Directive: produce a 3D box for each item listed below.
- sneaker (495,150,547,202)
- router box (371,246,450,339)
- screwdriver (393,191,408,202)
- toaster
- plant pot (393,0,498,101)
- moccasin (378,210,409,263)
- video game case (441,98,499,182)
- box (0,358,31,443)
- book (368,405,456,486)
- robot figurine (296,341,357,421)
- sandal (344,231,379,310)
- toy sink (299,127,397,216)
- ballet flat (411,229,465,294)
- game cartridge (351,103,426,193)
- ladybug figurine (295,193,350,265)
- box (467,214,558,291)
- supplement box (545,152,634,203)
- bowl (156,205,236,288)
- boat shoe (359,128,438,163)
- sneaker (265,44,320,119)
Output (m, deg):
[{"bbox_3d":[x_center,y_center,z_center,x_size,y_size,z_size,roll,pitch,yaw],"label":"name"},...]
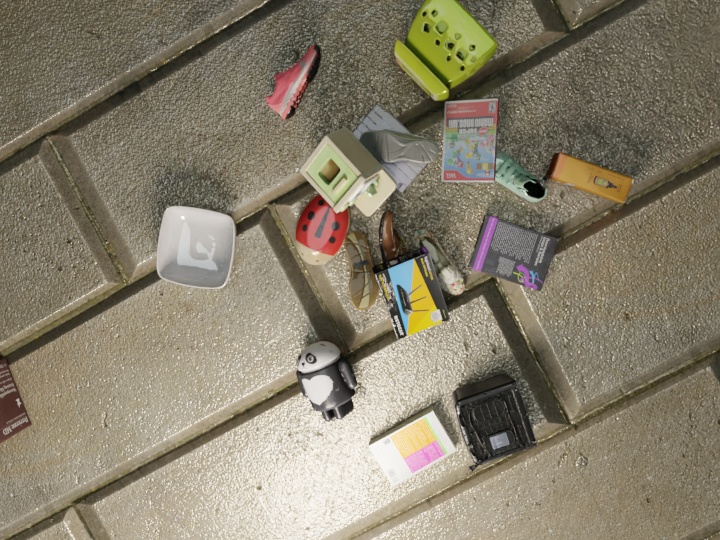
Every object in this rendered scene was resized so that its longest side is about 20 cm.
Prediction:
[{"bbox_3d":[0.381,-0.242,1.592,0.199,0.118,0.074,33,97,1],"label":"sneaker"},{"bbox_3d":[0.129,0.058,1.625,0.147,0.051,0.202,-22,116,0],"label":"router box"},{"bbox_3d":[0.041,-0.233,1.656,0.198,0.028,0.029,28,67,-2],"label":"screwdriver"},{"bbox_3d":[0.333,0.386,1.647,0.197,0.119,0.183,-20,93,4],"label":"toaster"},{"bbox_3d":[0.193,-0.529,1.541,0.200,0.199,0.182,44,101,-2],"label":"plant pot"},{"bbox_3d":[0.089,-0.052,1.643,0.076,0.074,0.205,-8,95,1],"label":"moccasin"},{"bbox_3d":[0.274,-0.325,1.609,0.141,0.017,0.204,5,96,30],"label":"video game case"},{"bbox_3d":[-1.013,0.365,1.684,0.162,0.166,0.203,-20,94,3],"label":"box"},{"bbox_3d":[0.138,0.469,1.702,0.198,0.048,0.135,-30,95,6],"label":"book"},{"bbox_3d":[-0.088,0.285,1.655,0.148,0.125,0.203,-21,94,-3],"label":"robot figurine"},{"bbox_3d":[0.000,0.000,1.664,0.079,0.054,0.203,-10,88,-5],"label":"sandal"},{"bbox_3d":[-0.030,-0.229,1.585,0.200,0.112,0.130,48,126,2],"label":"toy sink"},{"bbox_3d":[0.199,-0.017,1.647,0.075,0.064,0.201,-39,93,4],"label":"ballet flat"},{"bbox_3d":[0.076,-0.314,1.643,0.200,0.038,0.130,43,92,-1],"label":"game cartridge"},{"bbox_3d":[-0.099,-0.111,1.648,0.134,0.072,0.203,19,95,1],"label":"ladybug figurine"},{"bbox_3d":[0.392,-0.045,1.650,0.197,0.036,0.145,19,96,2],"label":"box"},{"bbox_3d":[0.575,-0.233,1.610,0.197,0.069,0.067,21,96,2],"label":"supplement box"},{"bbox_3d":[-0.419,-0.060,1.667,0.196,0.075,0.203,10,94,2],"label":"bowl"},{"bbox_3d":[0.097,-0.312,1.602,0.198,0.065,0.076,7,115,8],"label":"boat shoe"},{"bbox_3d":[-0.172,-0.489,1.619,0.086,0.074,0.202,30,96,1],"label":"sneaker"}]
